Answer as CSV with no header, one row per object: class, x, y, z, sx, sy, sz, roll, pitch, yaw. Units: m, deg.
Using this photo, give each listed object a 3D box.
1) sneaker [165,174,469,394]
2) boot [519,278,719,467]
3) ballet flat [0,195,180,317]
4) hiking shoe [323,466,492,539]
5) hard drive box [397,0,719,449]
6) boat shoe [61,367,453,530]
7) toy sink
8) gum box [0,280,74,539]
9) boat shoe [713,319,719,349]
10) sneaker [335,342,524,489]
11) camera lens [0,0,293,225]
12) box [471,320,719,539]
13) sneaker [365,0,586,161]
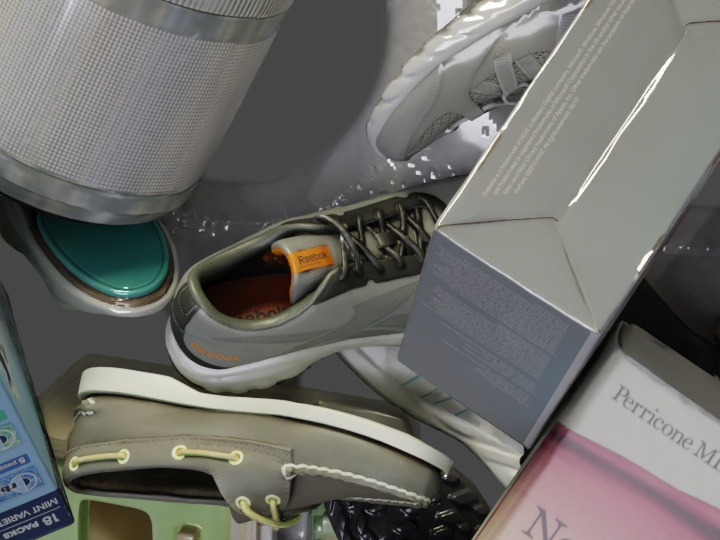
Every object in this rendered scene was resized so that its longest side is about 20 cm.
sneaker,0.000,0.000,1.030,0.200,0.079,0.074,-22,68,-11
boot,0.084,0.079,1.012,0.203,0.073,0.154,-40,81,14
ballet flat,-0.153,-0.021,1.089,0.200,0.069,0.070,44,123,38
hiking shoe,0.051,0.154,1.093,0.200,0.101,0.076,43,87,-9
hard drive box,0.093,-0.028,0.878,0.077,0.200,0.156,33,75,6
boat shoe,-0.053,0.094,1.015,0.201,0.072,0.060,8,71,24
toy sink,-0.079,0.138,1.129,0.199,0.112,0.131,9,113,15
gum box,-0.206,0.012,1.022,0.044,0.170,0.200,-22,138,-4
boat shoe,0.206,0.046,1.030,0.072,0.072,0.200,36,119,20
sneaker,0.061,0.053,1.085,0.200,0.070,0.080,35,94,7
camera lens,-0.119,-0.135,1.011,0.160,0.160,0.200,32,116,4
box,0.110,0.142,0.914,0.128,0.109,0.200,34,99,5
sneaker,0.088,-0.102,1.002,0.200,0.075,0.082,-34,95,25
